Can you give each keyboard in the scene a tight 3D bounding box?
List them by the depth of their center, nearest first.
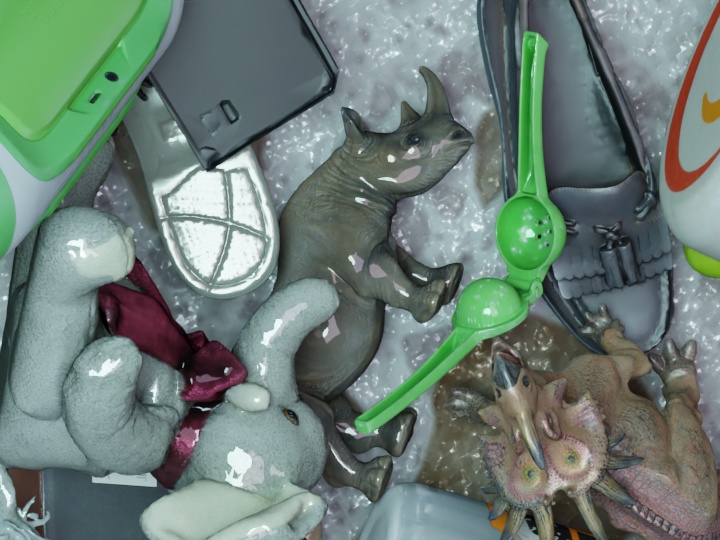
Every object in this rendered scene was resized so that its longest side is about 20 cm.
[{"bbox_3d":[-0.100,-0.142,1.241,0.104,0.040,0.200,-31,99,-5],"label":"keyboard"}]

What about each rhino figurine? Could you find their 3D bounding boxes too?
[{"bbox_3d":[0.000,0.000,1.298,0.087,0.060,0.201,17,89,10],"label":"rhino figurine"}]

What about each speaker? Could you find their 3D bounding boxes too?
[{"bbox_3d":[-0.139,-0.078,1.118,0.088,0.200,0.089,12,128,15],"label":"speaker"}]

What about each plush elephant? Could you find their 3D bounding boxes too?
[{"bbox_3d":[-0.076,0.052,1.192,0.154,0.165,0.201,9,101,-11],"label":"plush elephant"}]

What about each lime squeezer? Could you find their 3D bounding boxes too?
[{"bbox_3d":[0.061,-0.003,1.264,0.038,0.071,0.201,18,75,27],"label":"lime squeezer"}]

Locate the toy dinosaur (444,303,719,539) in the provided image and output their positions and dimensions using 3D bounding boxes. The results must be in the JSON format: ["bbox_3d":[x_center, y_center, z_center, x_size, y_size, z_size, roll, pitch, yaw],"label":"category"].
[{"bbox_3d":[0.120,0.088,1.264,0.199,0.136,0.086,23,113,-19],"label":"toy dinosaur"}]

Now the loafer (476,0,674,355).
[{"bbox_3d":[0.101,-0.052,1.308,0.072,0.063,0.201,-18,95,-6],"label":"loafer"}]

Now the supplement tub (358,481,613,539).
[{"bbox_3d":[0.091,0.180,1.289,0.199,0.123,0.123,17,91,-8],"label":"supplement tub"}]

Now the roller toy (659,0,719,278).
[{"bbox_3d":[0.232,-0.074,1.260,0.139,0.200,0.183,22,84,-8],"label":"roller toy"}]

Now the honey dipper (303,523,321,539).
[{"bbox_3d":[-0.031,0.123,1.231,0.038,0.200,0.038,0,93,-6],"label":"honey dipper"}]

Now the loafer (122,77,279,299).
[{"bbox_3d":[-0.081,-0.084,1.288,0.072,0.063,0.201,-12,89,-1],"label":"loafer"}]

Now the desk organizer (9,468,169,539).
[{"bbox_3d":[-0.136,0.138,1.280,0.072,0.077,0.201,6,76,-38],"label":"desk organizer"}]
